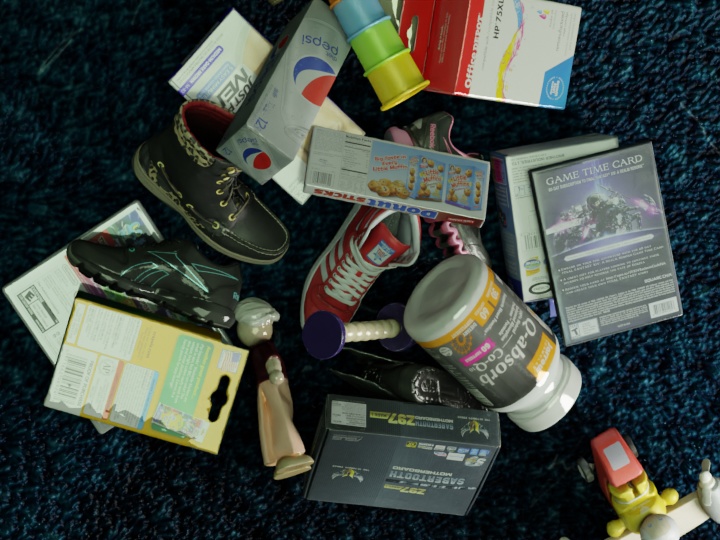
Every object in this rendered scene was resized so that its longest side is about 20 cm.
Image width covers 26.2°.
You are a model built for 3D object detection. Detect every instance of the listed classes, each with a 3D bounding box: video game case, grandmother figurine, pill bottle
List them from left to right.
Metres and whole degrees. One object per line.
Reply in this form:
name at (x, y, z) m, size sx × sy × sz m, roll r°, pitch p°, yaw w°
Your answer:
video game case at (-0.270, 0.053, 1.731) m, size 0.181 × 0.023 × 0.201 m, roll -33°, pitch 101°, yaw -1°
grandmother figurine at (-0.100, 0.124, 1.714) m, size 0.060 × 0.121 × 0.202 m, roll -11°, pitch 74°, yaw -19°
pill bottle at (0.150, 0.084, 1.713) m, size 0.116 × 0.116 × 0.200 m, roll -47°, pitch 115°, yaw 2°
video game case at (0.273, -0.030, 1.715) m, size 0.142 × 0.019 × 0.202 m, roll -14°, pitch 100°, yaw -7°

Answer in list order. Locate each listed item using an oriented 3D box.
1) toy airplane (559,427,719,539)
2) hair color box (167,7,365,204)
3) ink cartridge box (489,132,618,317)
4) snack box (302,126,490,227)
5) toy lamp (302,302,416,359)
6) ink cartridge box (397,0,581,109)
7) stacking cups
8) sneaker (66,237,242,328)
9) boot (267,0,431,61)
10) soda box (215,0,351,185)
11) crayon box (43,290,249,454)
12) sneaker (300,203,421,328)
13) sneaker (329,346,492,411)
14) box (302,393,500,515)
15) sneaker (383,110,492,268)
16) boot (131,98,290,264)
toy airplane at (0.334, 0.301, 1.790) m, size 0.197 × 0.141 × 0.202 m, roll 18°, pitch 96°, yaw -11°
hair color box at (-0.103, -0.180, 1.693) m, size 0.200 × 0.065 × 0.109 m, roll 42°, pitch 91°, yaw -13°
ink cartridge box at (0.230, -0.045, 1.752) m, size 0.135 × 0.076 × 0.202 m, roll -10°, pitch 99°, yaw -6°
snack box at (0.040, -0.101, 1.663) m, size 0.198 × 0.024 × 0.073 m, roll 11°, pitch 66°, yaw -7°
toy lamp at (0.012, 0.064, 1.692) m, size 0.058 × 0.199 × 0.059 m, roll 0°, pitch 91°, yaw 30°
ink cartridge box at (0.137, -0.244, 1.672) m, size 0.199 × 0.067 × 0.117 m, roll 2°, pitch 100°, yaw -35°
stacking cups at (-0.003, -0.267, 1.615) m, size 0.060 × 0.061 × 0.201 m, roll -30°, pitch 89°, yaw -1°
sneaker at (-0.223, -0.002, 1.690) m, size 0.199 × 0.075 × 0.080 m, roll 21°, pitch 82°, yaw -16°
boot at (0.005, -0.285, 1.686) m, size 0.198 × 0.072 × 0.156 m, roll -22°, pitch 103°, yaw -6°
soda box at (-0.073, -0.188, 1.603) m, size 0.063 × 0.068 × 0.201 m, roll 36°, pitch 52°, yaw -16°
crayon box at (-0.236, 0.113, 1.707) m, size 0.198 × 0.052 × 0.127 m, roll 17°, pitch 96°, yaw -9°
sneaker at (0.000, 0.000, 1.709) m, size 0.071 × 0.112 × 0.201 m, roll 25°, pitch 96°, yaw -20°
sneaker at (0.063, 0.136, 1.766) m, size 0.199 × 0.104 × 0.061 m, roll 28°, pitch 73°, yaw -45°
box at (0.044, 0.210, 1.739) m, size 0.198 × 0.051 × 0.158 m, roll 8°, pitch 142°, yaw -9°
sneaker at (0.109, -0.089, 1.737) m, size 0.095 × 0.079 × 0.201 m, roll -32°, pitch 103°, yaw -13°
boot at (-0.142, -0.095, 1.655) m, size 0.200 × 0.151 × 0.073 m, roll 39°, pitch 59°, yaw -7°
